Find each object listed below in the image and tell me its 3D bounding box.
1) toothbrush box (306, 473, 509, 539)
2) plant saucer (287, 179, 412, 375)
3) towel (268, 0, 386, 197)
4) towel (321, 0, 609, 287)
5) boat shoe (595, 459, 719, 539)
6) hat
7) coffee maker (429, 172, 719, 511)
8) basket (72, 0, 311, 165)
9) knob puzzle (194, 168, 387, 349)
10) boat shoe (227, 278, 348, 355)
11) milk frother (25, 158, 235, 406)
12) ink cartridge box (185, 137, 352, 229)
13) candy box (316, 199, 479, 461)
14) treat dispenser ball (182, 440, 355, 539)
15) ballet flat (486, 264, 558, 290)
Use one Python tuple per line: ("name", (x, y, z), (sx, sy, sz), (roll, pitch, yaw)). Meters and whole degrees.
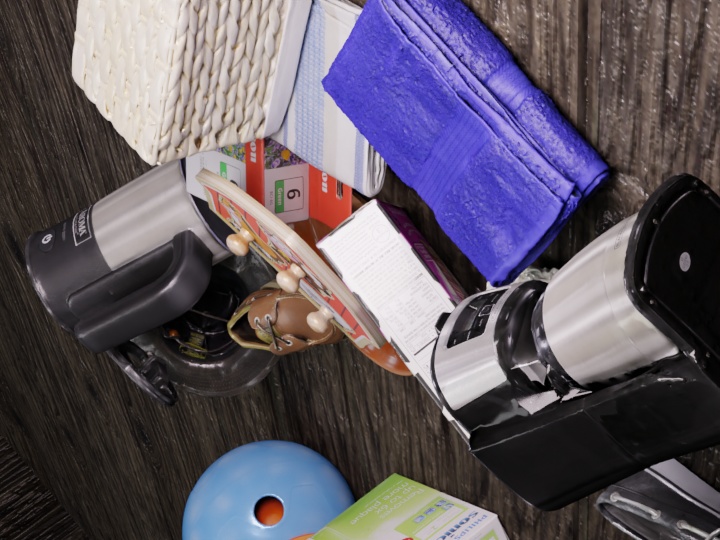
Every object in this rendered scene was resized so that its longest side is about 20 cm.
("toothbrush box", (0.045, 0.291, 1.589), (0.200, 0.145, 0.086), (14, 135, 61))
("plant saucer", (0.000, 0.000, 1.407), (0.200, 0.032, 0.201), (45, 156, 26))
("towel", (-0.045, -0.155, 1.226), (0.200, 0.024, 0.147), (34, 134, 41))
("towel", (0.059, -0.092, 1.072), (0.200, 0.049, 0.148), (50, 142, 11))
("boat shoe", (0.246, 0.198, 1.122), (0.199, 0.068, 0.074), (38, 154, 37))
("hat", (-0.156, 0.029, 1.698), (0.201, 0.200, 0.081), (63, -159, -20))
("coffee maker", (0.162, 0.069, 0.950), (0.200, 0.134, 0.193), (-34, 84, 51))
("basket", (-0.126, -0.194, 1.185), (0.136, 0.123, 0.200), (47, 141, 28))
("knob puzzle", (-0.060, -0.003, 1.263), (0.220, 0.030, 0.220), (43, 172, 7))
("boat shoe", (-0.063, 0.048, 1.476), (0.072, 0.068, 0.200), (59, 159, -6))
("milk frother", (-0.190, 0.015, 1.589), (0.200, 0.188, 0.181), (40, -152, -53))
("ink cartridge box", (-0.079, -0.098, 1.351), (0.200, 0.050, 0.109), (26, 121, 52))
("candy box", (0.059, 0.043, 1.232), (0.200, 0.061, 0.136), (53, -173, 6))
("treat dispenser ball", (-0.100, 0.292, 1.821), (0.201, 0.201, 0.201), (45, 157, 25))
("ballet flat", (0.125, 0.033, 1.142), (0.072, 0.072, 0.200), (58, 160, -9))
